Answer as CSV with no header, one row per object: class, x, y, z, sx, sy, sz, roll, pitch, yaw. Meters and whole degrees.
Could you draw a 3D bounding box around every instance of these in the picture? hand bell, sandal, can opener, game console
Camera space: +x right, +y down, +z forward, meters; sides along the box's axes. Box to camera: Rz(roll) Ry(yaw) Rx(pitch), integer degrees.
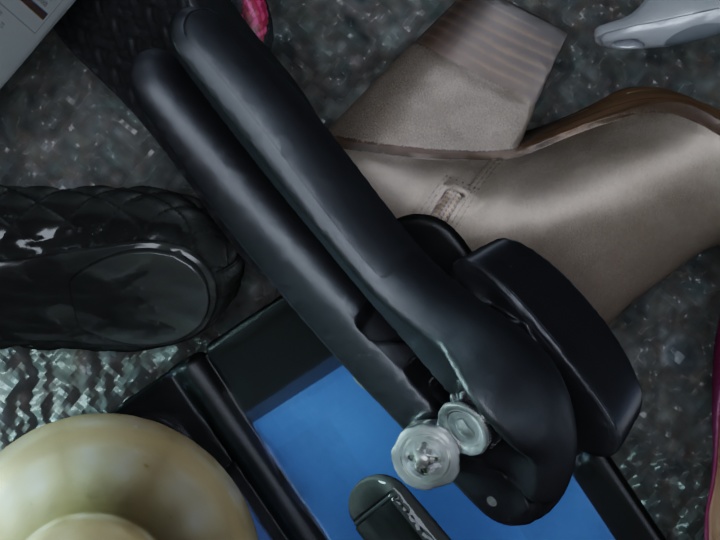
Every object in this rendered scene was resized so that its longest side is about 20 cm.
hand bell,-0.078,0.101,0.638,0.104,0.200,0.105,0,91,-3
sandal,-0.060,-0.084,0.805,0.200,0.045,0.075,56,131,13
can opener,0.000,0.000,0.718,0.200,0.079,0.063,43,128,0
game console,-0.005,0.115,0.751,0.176,0.116,0.200,-36,93,-32

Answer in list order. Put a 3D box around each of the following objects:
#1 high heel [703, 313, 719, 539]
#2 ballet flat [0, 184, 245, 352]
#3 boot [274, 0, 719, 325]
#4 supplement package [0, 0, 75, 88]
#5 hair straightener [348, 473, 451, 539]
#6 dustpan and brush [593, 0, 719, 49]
high heel,0.139,0.068,0.714,0.067,0.096,0.201,-5,82,19
ballet flat,-0.140,-0.005,0.819,0.199,0.057,0.067,7,111,8
boot,0.073,-0.002,0.799,0.199,0.070,0.147,27,95,4
supplement package,-0.214,-0.106,0.746,0.152,0.151,0.200,40,89,27
hair straightener,0.071,0.135,0.710,0.200,0.041,0.077,41,56,4
dustpan and brush,0.177,-0.112,0.764,0.199,0.140,0.058,-6,73,9
